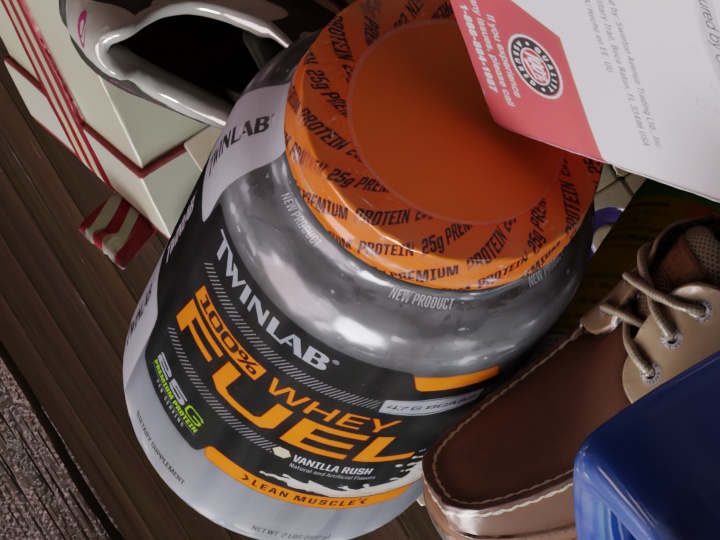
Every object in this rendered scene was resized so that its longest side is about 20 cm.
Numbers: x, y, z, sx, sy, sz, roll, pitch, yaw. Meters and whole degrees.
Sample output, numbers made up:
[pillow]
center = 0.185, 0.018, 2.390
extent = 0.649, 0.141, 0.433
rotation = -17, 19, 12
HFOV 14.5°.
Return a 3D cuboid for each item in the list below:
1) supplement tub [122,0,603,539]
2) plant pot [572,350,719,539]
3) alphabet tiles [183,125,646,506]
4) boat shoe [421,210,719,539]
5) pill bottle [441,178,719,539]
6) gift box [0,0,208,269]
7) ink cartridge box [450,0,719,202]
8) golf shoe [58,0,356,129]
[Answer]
[supplement tub]
center = 0.000, 0.000, 0.916
extent = 0.123, 0.122, 0.200
rotation = 52, 150, 13
[plant pot]
center = 0.190, 0.102, 0.788
extent = 0.200, 0.179, 0.200
rotation = 50, 169, 23
[alphabet tiles]
center = 0.033, -0.014, 1.058
extent = 0.167, 0.199, 0.006
rotation = 57, -167, -4
[boat shoe]
center = 0.103, 0.017, 0.860
extent = 0.076, 0.199, 0.072
rotation = 52, 170, 46
[pill bottle]
center = 0.095, 0.069, 0.958
extent = 0.111, 0.200, 0.111
rotation = 32, 164, 11
[gift box]
center = -0.065, -0.122, 1.128
extent = 0.200, 0.184, 0.187
rotation = 48, 165, 57
[ink cartridge box]
center = 0.113, -0.090, 0.739
extent = 0.199, 0.083, 0.147
rotation = 22, 147, 40
[golf shoe]
center = -0.009, -0.066, 0.992
extent = 0.088, 0.199, 0.078
rotation = -101, 25, -64
